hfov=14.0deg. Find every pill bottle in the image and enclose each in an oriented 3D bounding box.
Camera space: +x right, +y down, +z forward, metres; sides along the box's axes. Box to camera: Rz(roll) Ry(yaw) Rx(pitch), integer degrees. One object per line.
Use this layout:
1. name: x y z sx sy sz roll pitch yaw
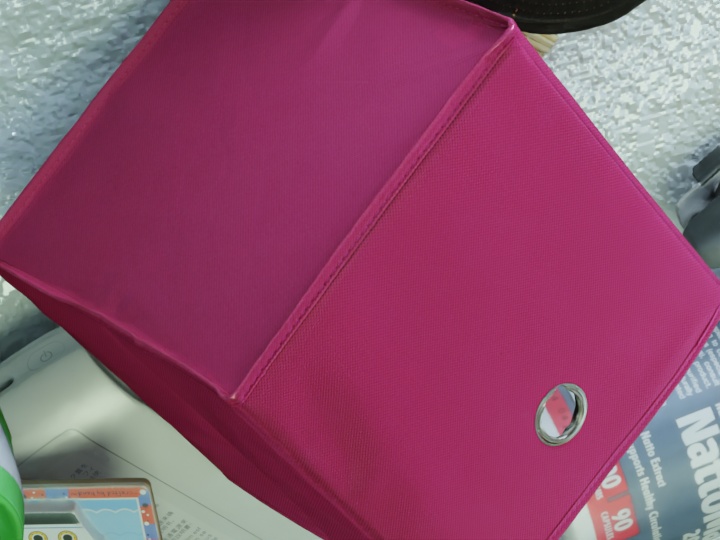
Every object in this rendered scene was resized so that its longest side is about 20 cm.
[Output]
1. pill bottle: 0.176 0.074 1.488 0.200 0.120 0.120 -21 131 -8

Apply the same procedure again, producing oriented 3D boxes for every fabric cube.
1. fabric cube: 0.000 0.000 1.264 0.196 0.200 0.199 -52 132 -10

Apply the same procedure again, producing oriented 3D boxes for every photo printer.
1. photo printer: -0.127 0.118 1.418 0.166 0.069 0.200 -44 130 15

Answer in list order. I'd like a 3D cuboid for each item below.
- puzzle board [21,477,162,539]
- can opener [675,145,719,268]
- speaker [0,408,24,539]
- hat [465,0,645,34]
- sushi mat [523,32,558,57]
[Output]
1. puzzle board: -0.185 0.160 1.367 0.200 0.017 0.151 -2 128 8
2. can opener: 0.239 -0.073 1.443 0.200 0.066 0.053 -44 129 6
3. speaker: -0.203 0.055 1.248 0.088 0.200 0.089 -12 130 -15
4. hat: 0.084 -0.206 1.249 0.200 0.081 0.201 -15 127 -21
5. sushi mat: 0.038 -0.164 1.312 0.200 0.012 0.096 23 113 -35
